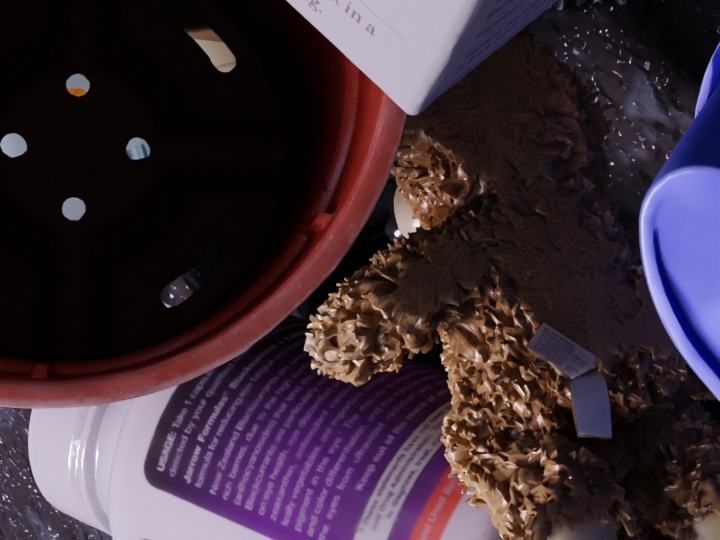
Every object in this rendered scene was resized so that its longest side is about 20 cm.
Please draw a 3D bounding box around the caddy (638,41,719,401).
[{"bbox_3d":[0.177,-0.001,0.792,0.141,0.105,0.200,-40,90,33],"label":"caddy"}]

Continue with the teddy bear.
[{"bbox_3d":[0.056,0.024,0.831,0.200,0.145,0.067,55,151,12],"label":"teddy bear"}]

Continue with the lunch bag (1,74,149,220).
[{"bbox_3d":[-0.142,-0.123,1.033,0.160,0.077,0.200,-128,23,-55],"label":"lunch bag"}]

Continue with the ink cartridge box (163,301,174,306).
[{"bbox_3d":[-0.051,0.075,1.130,0.200,0.047,0.160,19,157,35],"label":"ink cartridge box"}]

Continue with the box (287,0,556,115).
[{"bbox_3d":[0.022,-0.187,0.701,0.199,0.200,0.131,44,148,10],"label":"box"}]

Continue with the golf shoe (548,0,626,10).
[{"bbox_3d":[0.012,-0.139,0.890,0.200,0.078,0.095,11,112,42],"label":"golf shoe"}]

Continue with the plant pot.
[{"bbox_3d":[-0.091,-0.051,0.822,0.201,0.201,0.195,48,173,3],"label":"plant pot"}]

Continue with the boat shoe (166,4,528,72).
[{"bbox_3d":[-0.004,-0.067,0.962,0.200,0.071,0.065,9,121,57],"label":"boat shoe"}]

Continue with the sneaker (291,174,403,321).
[{"bbox_3d":[0.000,0.000,1.006,0.067,0.090,0.200,53,147,-2],"label":"sneaker"}]

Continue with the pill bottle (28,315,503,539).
[{"bbox_3d":[-0.014,0.077,0.922,0.200,0.111,0.112,20,136,34],"label":"pill bottle"}]

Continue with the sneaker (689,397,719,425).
[{"bbox_3d":[0.122,0.074,0.905,0.200,0.078,0.085,53,141,36],"label":"sneaker"}]
